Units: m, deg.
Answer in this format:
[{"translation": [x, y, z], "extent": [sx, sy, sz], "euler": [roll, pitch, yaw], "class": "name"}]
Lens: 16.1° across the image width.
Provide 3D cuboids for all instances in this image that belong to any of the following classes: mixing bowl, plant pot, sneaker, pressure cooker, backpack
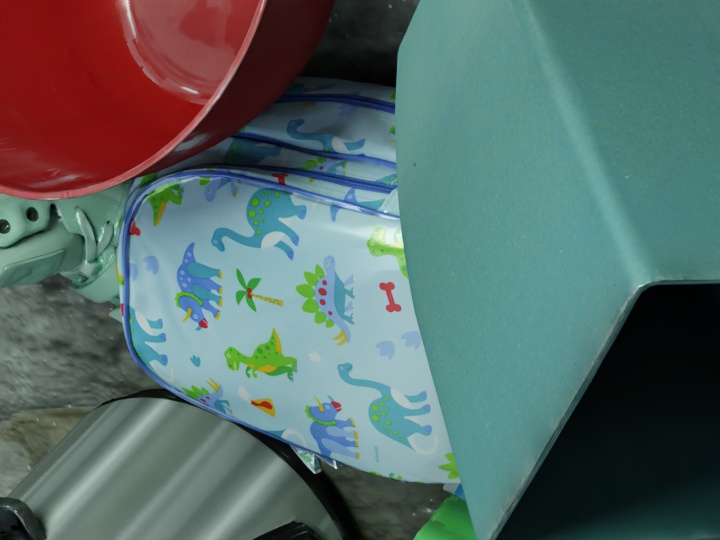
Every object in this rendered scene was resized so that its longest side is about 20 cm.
[{"translation": [-0.082, -0.122, 0.967], "extent": [0.199, 0.108, 0.202], "euler": [-3, 85, 33], "class": "mixing bowl"}, {"translation": [0.092, -0.030, 0.854], "extent": [0.142, 0.140, 0.201], "euler": [115, 143, -45], "class": "plant pot"}, {"translation": [-0.118, 0.003, 1.101], "extent": [0.200, 0.118, 0.074], "euler": [44, 133, -3], "class": "sneaker"}, {"translation": [-0.110, 0.175, 1.163], "extent": [0.175, 0.200, 0.179], "euler": [36, 134, 8], "class": "pressure cooker"}, {"translation": [0.000, 0.000, 1.017], "extent": [0.199, 0.153, 0.164], "euler": [30, 134, 31], "class": "backpack"}]

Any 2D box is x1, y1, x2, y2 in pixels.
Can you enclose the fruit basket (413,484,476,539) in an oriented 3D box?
[{"translation": [0.094, 0.186, 1.098], "extent": [0.200, 0.094, 0.186], "euler": [41, 135, 14], "class": "fruit basket"}]
